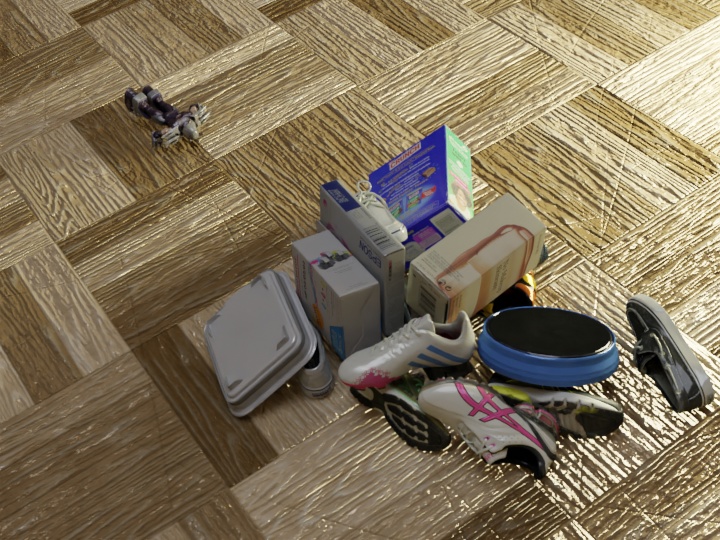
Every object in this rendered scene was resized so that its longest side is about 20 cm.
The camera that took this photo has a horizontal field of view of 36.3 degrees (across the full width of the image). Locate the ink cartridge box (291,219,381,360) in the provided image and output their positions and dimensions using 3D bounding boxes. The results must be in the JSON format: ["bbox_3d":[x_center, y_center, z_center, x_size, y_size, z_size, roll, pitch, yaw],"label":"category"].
[{"bbox_3d":[-0.045,0.024,1.606,0.067,0.117,0.200,-18,37,-21],"label":"ink cartridge box"}]

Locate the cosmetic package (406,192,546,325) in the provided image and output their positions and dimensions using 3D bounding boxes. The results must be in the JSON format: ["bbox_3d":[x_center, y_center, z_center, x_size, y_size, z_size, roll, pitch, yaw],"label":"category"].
[{"bbox_3d":[0.166,-0.008,1.583,0.199,0.104,0.087,-36,61,-23],"label":"cosmetic package"}]

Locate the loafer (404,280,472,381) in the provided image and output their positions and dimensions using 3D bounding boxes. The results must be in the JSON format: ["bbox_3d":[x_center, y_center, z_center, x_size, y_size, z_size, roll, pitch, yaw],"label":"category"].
[{"bbox_3d":[0.101,0.088,1.613,0.062,0.072,0.202,-19,53,-8],"label":"loafer"}]

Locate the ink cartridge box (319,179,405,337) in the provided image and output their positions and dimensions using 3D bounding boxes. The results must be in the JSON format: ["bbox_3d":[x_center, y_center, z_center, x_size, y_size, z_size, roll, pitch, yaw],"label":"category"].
[{"bbox_3d":[0.000,0.000,1.625,0.043,0.203,0.196,-19,41,-24],"label":"ink cartridge box"}]

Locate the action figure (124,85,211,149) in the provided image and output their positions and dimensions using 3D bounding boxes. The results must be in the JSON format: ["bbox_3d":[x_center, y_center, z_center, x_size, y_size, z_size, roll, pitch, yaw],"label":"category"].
[{"bbox_3d":[-0.368,-0.295,2.116,0.129,0.070,0.199,-31,50,-31],"label":"action figure"}]

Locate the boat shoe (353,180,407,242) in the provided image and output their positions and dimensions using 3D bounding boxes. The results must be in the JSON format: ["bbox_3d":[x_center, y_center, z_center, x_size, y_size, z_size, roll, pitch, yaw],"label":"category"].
[{"bbox_3d":[0.005,-0.093,1.690,0.073,0.088,0.201,-20,20,-19],"label":"boat shoe"}]

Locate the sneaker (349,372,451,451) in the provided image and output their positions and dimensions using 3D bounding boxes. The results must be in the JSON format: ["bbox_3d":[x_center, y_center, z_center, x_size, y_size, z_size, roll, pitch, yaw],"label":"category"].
[{"bbox_3d":[0.067,0.171,1.534,0.088,0.078,0.199,-27,47,-29],"label":"sneaker"}]

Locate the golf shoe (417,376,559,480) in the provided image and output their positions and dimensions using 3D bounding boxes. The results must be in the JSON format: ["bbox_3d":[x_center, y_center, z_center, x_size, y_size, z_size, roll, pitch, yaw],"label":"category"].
[{"bbox_3d":[0.166,0.205,1.437,0.197,0.073,0.093,20,48,0],"label":"golf shoe"}]

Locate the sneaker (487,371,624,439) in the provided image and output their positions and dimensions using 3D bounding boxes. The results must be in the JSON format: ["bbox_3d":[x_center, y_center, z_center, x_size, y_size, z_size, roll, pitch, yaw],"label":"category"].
[{"bbox_3d":[0.263,0.166,1.492,0.196,0.075,0.085,10,46,21],"label":"sneaker"}]

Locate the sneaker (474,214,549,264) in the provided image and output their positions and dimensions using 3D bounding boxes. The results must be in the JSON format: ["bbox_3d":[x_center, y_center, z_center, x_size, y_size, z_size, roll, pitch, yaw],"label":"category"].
[{"bbox_3d":[0.201,-0.029,1.721,0.197,0.078,0.087,13,53,36],"label":"sneaker"}]

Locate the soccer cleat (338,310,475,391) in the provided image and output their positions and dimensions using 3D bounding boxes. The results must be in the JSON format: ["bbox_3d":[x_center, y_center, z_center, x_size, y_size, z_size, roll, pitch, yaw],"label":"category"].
[{"bbox_3d":[0.062,0.102,1.499,0.196,0.088,0.070,-12,32,-12],"label":"soccer cleat"}]

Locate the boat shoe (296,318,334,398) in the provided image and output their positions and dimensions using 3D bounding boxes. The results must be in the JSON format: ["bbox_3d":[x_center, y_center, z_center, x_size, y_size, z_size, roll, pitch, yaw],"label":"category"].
[{"bbox_3d":[-0.088,0.099,1.640,0.072,0.066,0.201,-23,44,-12],"label":"boat shoe"}]

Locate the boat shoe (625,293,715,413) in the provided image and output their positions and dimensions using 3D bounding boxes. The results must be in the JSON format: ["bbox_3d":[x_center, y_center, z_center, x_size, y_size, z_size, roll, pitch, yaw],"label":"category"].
[{"bbox_3d":[0.412,0.112,1.521,0.063,0.072,0.201,-18,45,-9],"label":"boat shoe"}]

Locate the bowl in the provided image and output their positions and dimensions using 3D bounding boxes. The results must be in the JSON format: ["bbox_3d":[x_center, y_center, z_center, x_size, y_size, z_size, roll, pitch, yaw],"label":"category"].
[{"bbox_3d":[0.261,0.101,1.527,0.196,0.040,0.201,2,20,-1],"label":"bowl"}]

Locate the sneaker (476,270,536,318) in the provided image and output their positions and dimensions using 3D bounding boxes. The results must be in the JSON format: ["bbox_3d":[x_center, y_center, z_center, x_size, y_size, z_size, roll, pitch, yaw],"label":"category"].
[{"bbox_3d":[0.168,0.033,1.653,0.196,0.071,0.091,-6,40,2],"label":"sneaker"}]

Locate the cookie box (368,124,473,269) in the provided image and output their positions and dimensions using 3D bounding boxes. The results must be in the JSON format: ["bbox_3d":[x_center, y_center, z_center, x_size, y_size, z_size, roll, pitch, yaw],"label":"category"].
[{"bbox_3d":[0.095,-0.114,1.768,0.170,0.075,0.202,-31,35,28],"label":"cookie box"}]

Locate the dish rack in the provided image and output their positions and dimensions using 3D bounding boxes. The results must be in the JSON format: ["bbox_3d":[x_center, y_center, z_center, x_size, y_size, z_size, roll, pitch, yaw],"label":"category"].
[{"bbox_3d":[-0.159,0.097,1.622,0.171,0.043,0.201,-41,42,11],"label":"dish rack"}]
